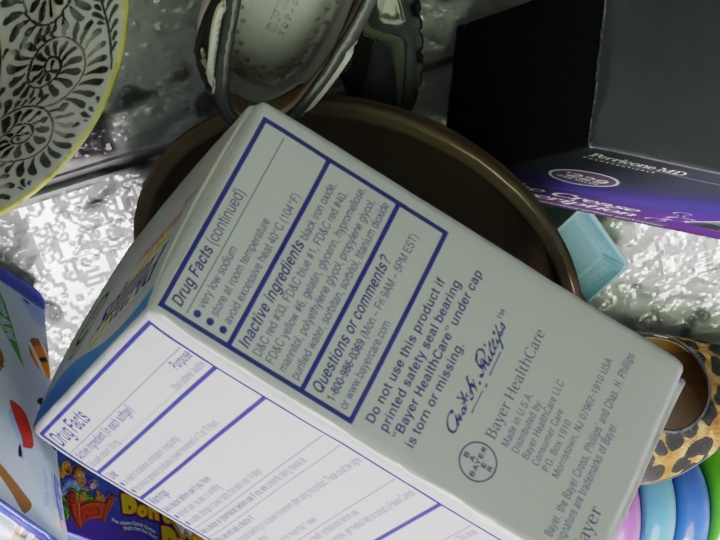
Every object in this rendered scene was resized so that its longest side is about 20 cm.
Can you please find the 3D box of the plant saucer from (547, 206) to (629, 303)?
[{"bbox_3d":[0.038,0.045,1.173,0.200,0.019,0.070,-41,146,2],"label":"plant saucer"}]

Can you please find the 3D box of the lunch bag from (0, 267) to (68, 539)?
[{"bbox_3d":[-0.229,0.041,1.036,0.124,0.170,0.200,-34,130,14],"label":"lunch bag"}]

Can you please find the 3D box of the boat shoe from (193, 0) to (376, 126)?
[{"bbox_3d":[-0.010,-0.142,0.938,0.074,0.060,0.200,21,116,-17],"label":"boat shoe"}]

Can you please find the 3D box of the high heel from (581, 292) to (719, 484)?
[{"bbox_3d":[0.135,0.035,1.173,0.199,0.072,0.143,-10,142,-25],"label":"high heel"}]

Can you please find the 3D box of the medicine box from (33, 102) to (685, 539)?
[{"bbox_3d":[-0.007,0.052,0.996,0.200,0.103,0.182,33,154,-9],"label":"medicine box"}]

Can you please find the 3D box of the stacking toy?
[{"bbox_3d":[0.177,0.123,1.280,0.199,0.085,0.086,2,127,-24],"label":"stacking toy"}]

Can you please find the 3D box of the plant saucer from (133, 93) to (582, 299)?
[{"bbox_3d":[0.000,0.000,1.074,0.199,0.030,0.200,10,134,11],"label":"plant saucer"}]

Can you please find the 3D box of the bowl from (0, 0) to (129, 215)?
[{"bbox_3d":[-0.197,-0.102,0.958,0.200,0.201,0.094,3,171,-21],"label":"bowl"}]

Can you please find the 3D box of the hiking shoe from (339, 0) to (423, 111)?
[{"bbox_3d":[-0.037,-0.142,1.016,0.100,0.076,0.200,-15,121,8],"label":"hiking shoe"}]

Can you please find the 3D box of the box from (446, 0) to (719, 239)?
[{"bbox_3d":[0.155,-0.062,1.072,0.199,0.141,0.079,10,79,-22],"label":"box"}]

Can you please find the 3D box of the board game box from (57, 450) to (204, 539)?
[{"bbox_3d":[-0.115,0.162,1.220,0.200,0.045,0.134,25,134,-30],"label":"board game box"}]
